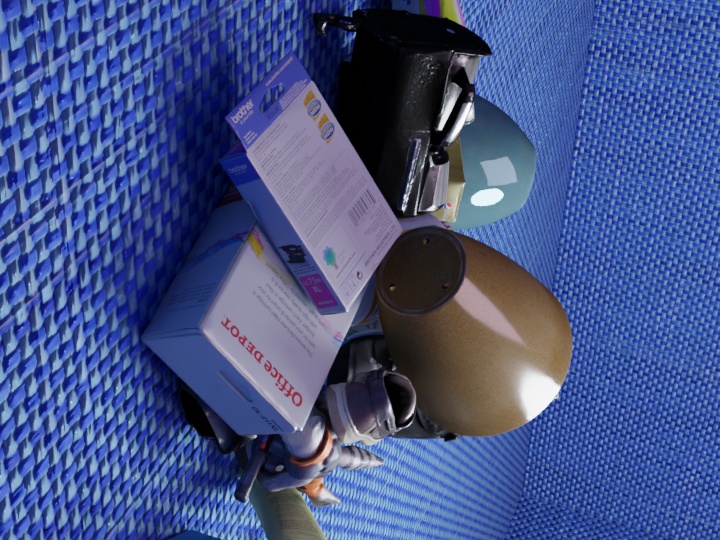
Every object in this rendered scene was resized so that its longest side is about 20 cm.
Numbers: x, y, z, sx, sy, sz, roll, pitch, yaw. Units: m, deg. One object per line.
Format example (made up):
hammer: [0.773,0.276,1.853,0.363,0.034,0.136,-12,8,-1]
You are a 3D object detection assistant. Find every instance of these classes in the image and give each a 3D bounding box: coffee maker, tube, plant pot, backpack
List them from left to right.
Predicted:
tube: [-0.078,0.254,1.197,0.200,0.058,0.052,46,-22,59]
coffee maker: [0.023,-0.171,1.257,0.135,0.191,0.201,-93,-164,-62]
backpack: [0.036,0.112,1.430,0.191,0.198,0.155,96,-11,-49]
plant pot: [0.093,0.042,1.153,0.200,0.185,0.187,47,57,-53]
plant pot: [0.167,-0.144,1.624,0.200,0.134,0.202,-168,-90,-81]

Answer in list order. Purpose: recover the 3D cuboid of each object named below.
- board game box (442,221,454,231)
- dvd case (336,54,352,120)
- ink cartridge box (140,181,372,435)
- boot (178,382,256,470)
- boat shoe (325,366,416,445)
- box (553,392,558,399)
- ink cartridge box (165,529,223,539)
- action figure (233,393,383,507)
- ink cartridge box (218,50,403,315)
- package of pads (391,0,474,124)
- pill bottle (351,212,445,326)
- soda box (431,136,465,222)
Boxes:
board game box: [0.111,0.053,1.511,0.046,0.152,0.201,-15,135,-21]
dvd case: [0.014,-0.203,1.403,0.200,0.017,0.144,-48,146,-59]
ink cartridge box: [-0.085,0.025,1.040,0.146,0.082,0.201,50,48,-31]
boot: [-0.132,0.147,1.138,0.097,0.074,0.201,-38,142,-37]
boat shoe: [0.022,0.127,1.111,0.200,0.064,0.072,19,59,-74]
box: [0.164,0.109,1.336,0.200,0.068,0.083,164,-82,-83]
ink cartridge box: [-0.109,0.342,1.094,0.125,0.199,0.130,13,90,-74]
action figure: [-0.034,0.144,1.127,0.193,0.104,0.201,45,67,-74]
ink cartridge box: [-0.046,-0.075,1.013,0.201,0.042,0.120,59,44,-24]
package of pads: [0.088,-0.282,1.401,0.200,0.068,0.155,60,24,-58]
pill bottle: [0.000,0.000,1.261,0.199,0.111,0.112,-12,117,-42]
soda box: [0.088,-0.149,1.473,0.201,0.067,0.064,-91,-170,-49]
